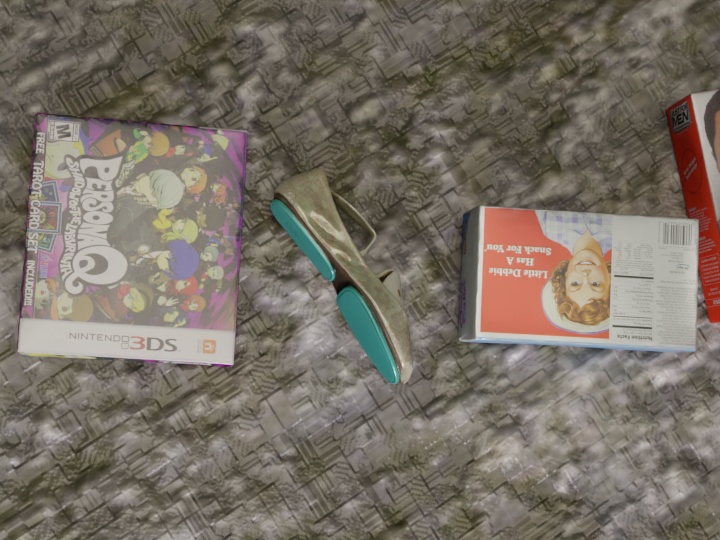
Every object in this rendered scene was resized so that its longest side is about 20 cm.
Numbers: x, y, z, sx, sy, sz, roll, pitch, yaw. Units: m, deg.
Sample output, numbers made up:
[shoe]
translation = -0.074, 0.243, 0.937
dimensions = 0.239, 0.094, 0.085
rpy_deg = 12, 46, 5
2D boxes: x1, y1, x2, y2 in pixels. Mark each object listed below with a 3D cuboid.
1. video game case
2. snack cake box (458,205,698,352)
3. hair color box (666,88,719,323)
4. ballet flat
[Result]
[video game case]
translation = -0.189, -0.024, 1.069
dimensions = 0.179, 0.036, 0.203
rpy_deg = 5, 84, -9
[snack cake box]
translation = 0.189, 0.009, 1.106
dimensions = 0.197, 0.067, 0.117
rpy_deg = 4, 86, -8
[hair color box]
translation = 0.348, -0.062, 1.139
dimensions = 0.100, 0.061, 0.202
rpy_deg = -11, 85, -8
[ballet flat]
translation = 0.000, 0.000, 1.082
dimensions = 0.062, 0.067, 0.201
rpy_deg = -34, 90, -20
